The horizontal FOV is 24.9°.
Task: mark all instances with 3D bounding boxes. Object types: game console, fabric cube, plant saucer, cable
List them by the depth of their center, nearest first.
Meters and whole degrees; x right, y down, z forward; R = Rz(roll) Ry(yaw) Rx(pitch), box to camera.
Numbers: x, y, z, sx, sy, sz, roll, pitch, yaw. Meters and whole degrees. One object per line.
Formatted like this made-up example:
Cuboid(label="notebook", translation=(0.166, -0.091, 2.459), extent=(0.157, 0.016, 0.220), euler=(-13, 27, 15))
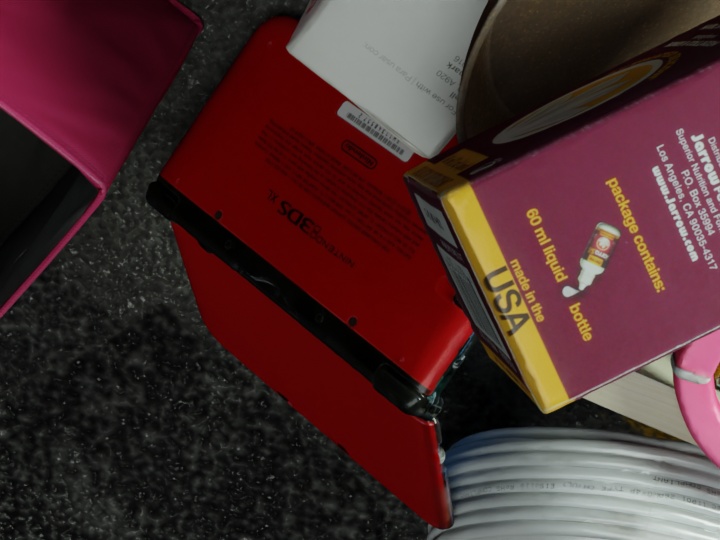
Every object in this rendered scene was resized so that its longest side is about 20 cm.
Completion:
Cuboid(label="plant saucer", translation=(0.123, -0.101, 0.649), extent=(0.200, 0.037, 0.200), euler=(-18, 143, -14))
Cuboid(label="fabric cube", translation=(-0.223, -0.078, 0.758), extent=(0.200, 0.199, 0.196), euler=(38, 118, -14))
Cuboid(label="game console", translation=(0.000, 0.000, 0.811), extent=(0.200, 0.119, 0.172), euler=(37, 95, 32))
Cuboid(label="cable", translation=(0.131, 0.135, 0.851), extent=(0.200, 0.069, 0.200), euler=(11, 161, -2))

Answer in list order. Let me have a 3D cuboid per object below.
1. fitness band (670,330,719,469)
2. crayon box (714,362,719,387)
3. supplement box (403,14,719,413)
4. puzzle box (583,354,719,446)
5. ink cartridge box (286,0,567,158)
Cuboid(label="fitness band", translation=(0.219, 0.018, 0.700), extent=(0.144, 0.037, 0.200), euler=(21, 116, -3))
Cuboid(label="crayon box", translation=(0.236, -0.040, 0.761), extent=(0.058, 0.119, 0.200), euler=(24, 120, -6))
Cuboid(label="supplement box", translation=(0.126, -0.038, 0.585), extent=(0.200, 0.110, 0.086), euler=(-26, 99, -2))
Cuboid(label="puzzle box", translation=(0.199, 0.057, 0.813), extent=(0.200, 0.133, 0.025), euler=(24, 117, -5))
Cuboid(label="ink cartridge box", translation=(0.064, -0.165, 0.698), extent=(0.084, 0.146, 0.200), euler=(36, 117, -10))
